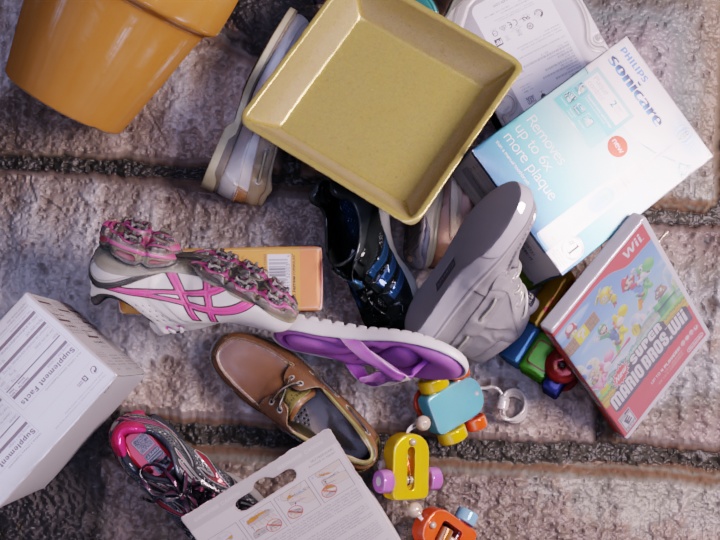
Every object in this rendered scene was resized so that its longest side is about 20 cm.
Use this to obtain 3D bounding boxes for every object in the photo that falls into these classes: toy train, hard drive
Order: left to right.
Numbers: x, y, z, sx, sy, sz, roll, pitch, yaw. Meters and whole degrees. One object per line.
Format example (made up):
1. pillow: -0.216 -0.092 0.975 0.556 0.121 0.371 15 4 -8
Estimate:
1. toy train: 0.082 0.192 1.279 0.150 0.056 0.200 32 73 -26
2. hard drive: 0.182 -0.213 1.320 0.140 0.038 0.200 -27 88 -4
3. toy train: 0.205 0.017 1.287 0.116 0.085 0.200 32 84 13

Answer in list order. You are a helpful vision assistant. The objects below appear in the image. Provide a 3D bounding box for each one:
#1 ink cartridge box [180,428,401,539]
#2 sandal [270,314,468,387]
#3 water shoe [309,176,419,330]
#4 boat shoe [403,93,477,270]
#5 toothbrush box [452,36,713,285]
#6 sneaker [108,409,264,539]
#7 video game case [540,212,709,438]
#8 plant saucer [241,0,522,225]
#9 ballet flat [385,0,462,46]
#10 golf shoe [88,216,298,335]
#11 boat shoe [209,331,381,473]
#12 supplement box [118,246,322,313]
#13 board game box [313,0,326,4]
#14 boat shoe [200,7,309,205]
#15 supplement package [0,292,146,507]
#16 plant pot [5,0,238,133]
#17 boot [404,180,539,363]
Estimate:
1. ink cartridge box: -0.060 0.247 1.218 0.161 0.050 0.200 -31 120 -4
2. sandal: 0.006 0.088 1.236 0.202 0.082 0.050 9 65 23
3. water shoe: 0.000 0.000 1.259 0.071 0.079 0.200 -17 93 40
4. boat shoe: 0.094 -0.095 1.293 0.072 0.076 0.200 11 88 -12
5. toothbrush box: 0.212 -0.104 1.241 0.200 0.085 0.147 -36 91 -15
6. sneaker: -0.167 0.216 1.250 0.200 0.075 0.081 37 84 0
7. video game case: 0.260 0.057 1.242 0.143 0.017 0.200 -49 132 -10
8. plant saucer: 0.021 -0.161 1.235 0.200 0.048 0.200 32 74 11
9. ballet flat: 0.082 -0.278 1.268 0.064 0.200 0.067 -18 74 -47
10. golf shoe: -0.157 0.022 1.211 0.200 0.073 0.092 20 110 1
11. boat shoe: -0.061 0.124 1.265 0.200 0.068 0.072 33 85 0
12. supplement box: -0.137 0.010 1.272 0.200 0.067 0.069 1 88 -2
13. board game box: 0.054 -0.372 1.314 0.199 0.062 0.200 2 85 -4
14. boat shoe: -0.090 -0.161 1.289 0.068 0.075 0.200 24 92 -7
15. supplement package: -0.300 0.118 1.187 0.111 0.200 0.156 42 85 2
16. plant pot: -0.242 -0.240 1.236 0.200 0.200 0.183 30 101 0
17. boot: 0.129 0.006 1.200 0.095 0.200 0.074 21 40 -20
